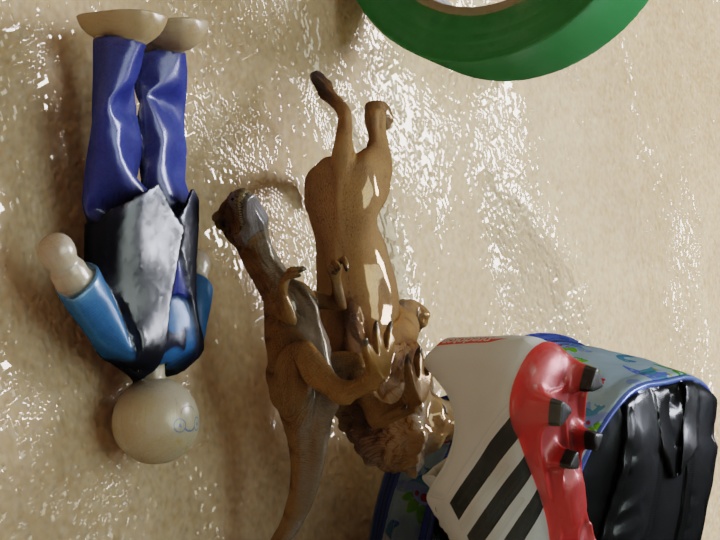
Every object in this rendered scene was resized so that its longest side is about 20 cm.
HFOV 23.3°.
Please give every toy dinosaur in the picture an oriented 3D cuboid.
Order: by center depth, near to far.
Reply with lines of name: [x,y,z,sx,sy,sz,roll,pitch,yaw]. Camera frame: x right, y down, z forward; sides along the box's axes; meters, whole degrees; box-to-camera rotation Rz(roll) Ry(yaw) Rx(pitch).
toy dinosaur: [-0.023,0.058,0.828,0.060,0.106,0.201,-13,99,-58]

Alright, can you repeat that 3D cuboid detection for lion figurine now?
lion figurine: [0.000,0.000,0.883,0.123,0.072,0.201,-64,136,-78]

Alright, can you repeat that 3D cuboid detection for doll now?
doll: [-0.099,-0.013,0.783,0.136,0.048,0.201,-6,95,-67]

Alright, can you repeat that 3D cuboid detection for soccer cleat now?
soccer cleat: [0.070,0.123,0.818,0.069,0.085,0.201,-29,122,-48]

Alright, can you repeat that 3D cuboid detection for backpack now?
backpack: [0.096,0.135,0.945,0.183,0.147,0.201,2,106,-57]

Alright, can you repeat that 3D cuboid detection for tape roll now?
tape roll: [0.081,-0.206,0.953,0.048,0.200,0.202,15,72,-55]
